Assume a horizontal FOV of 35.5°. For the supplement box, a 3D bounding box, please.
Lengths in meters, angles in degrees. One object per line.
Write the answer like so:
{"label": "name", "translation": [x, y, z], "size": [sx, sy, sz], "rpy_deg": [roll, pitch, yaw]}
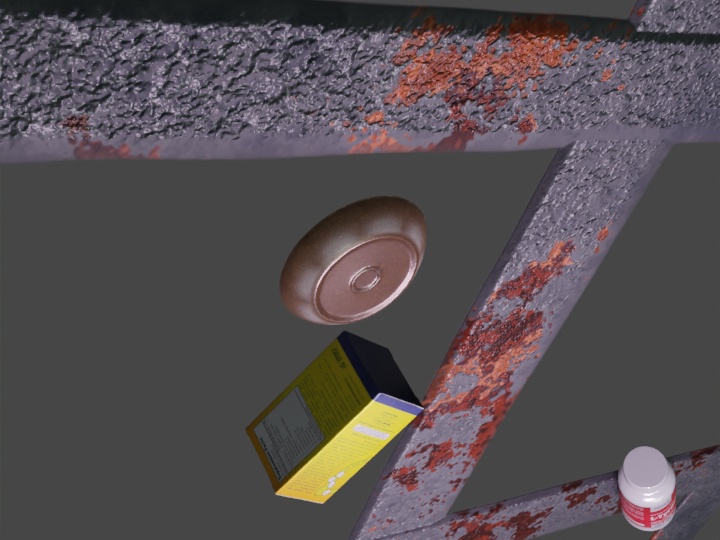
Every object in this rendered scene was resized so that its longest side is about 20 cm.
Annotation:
{"label": "supplement box", "translation": [-0.036, 0.194, 1.471], "size": [0.200, 0.110, 0.109], "rpy_deg": [-44, 143, 16]}

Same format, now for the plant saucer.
{"label": "plant saucer", "translation": [0.000, 0.000, 1.334], "size": [0.198, 0.037, 0.202], "rpy_deg": [-22, 144, -17]}

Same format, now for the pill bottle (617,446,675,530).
{"label": "pill bottle", "translation": [0.562, 0.424, 2.206], "size": [0.111, 0.113, 0.201], "rpy_deg": [-30, 145, -4]}
